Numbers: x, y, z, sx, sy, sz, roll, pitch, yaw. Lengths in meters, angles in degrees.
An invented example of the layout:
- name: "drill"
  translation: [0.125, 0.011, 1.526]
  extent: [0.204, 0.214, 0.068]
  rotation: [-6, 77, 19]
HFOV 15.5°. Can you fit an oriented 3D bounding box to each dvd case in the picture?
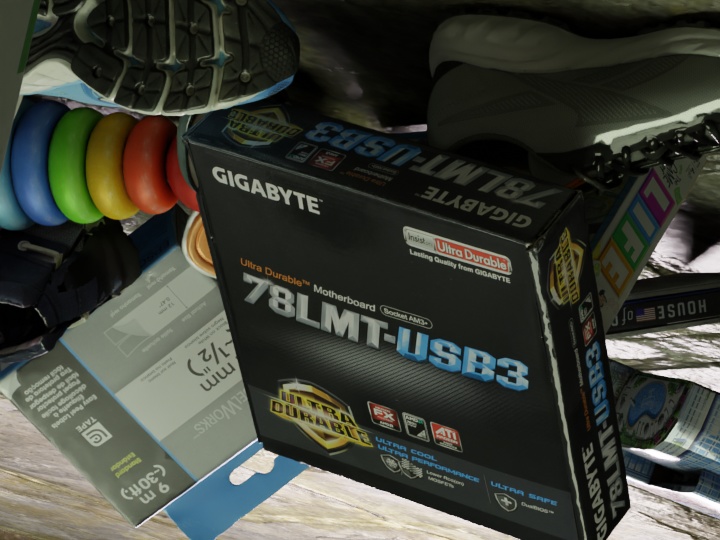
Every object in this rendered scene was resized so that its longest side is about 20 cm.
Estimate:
- name: "dvd case"
  translation: [0.120, 0.024, 1.464]
  extent: [0.199, 0.025, 0.150]
  rotation: [-7, -178, -16]

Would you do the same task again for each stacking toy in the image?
- name: "stacking toy"
  translation: [-0.147, -0.061, 1.463]
  extent: [0.199, 0.086, 0.085]
  rotation: [0, 164, 18]

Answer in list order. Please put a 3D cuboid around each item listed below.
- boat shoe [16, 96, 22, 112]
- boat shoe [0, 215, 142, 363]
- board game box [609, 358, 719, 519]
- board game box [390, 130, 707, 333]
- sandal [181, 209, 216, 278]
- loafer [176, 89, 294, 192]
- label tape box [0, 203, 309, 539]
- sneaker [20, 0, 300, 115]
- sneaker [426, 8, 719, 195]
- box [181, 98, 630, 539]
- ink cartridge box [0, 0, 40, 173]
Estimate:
- name: "boat shoe"
  translation: [-0.226, -0.107, 1.348]
  extent: [0.068, 0.072, 0.200]
  rotation: [30, 177, 13]
- name: "boat shoe"
  translation: [-0.228, 0.008, 1.527]
  extent: [0.199, 0.093, 0.075]
  rotation: [-5, 118, 39]
- name: "board game box"
  translation: [0.187, 0.100, 1.494]
  extent: [0.199, 0.062, 0.200]
  rotation: [21, 177, -12]
- name: "board game box"
  translation: [0.059, -0.016, 1.315]
  extent: [0.199, 0.135, 0.034]
  rotation: [-1, 135, 45]
- name: "sandal"
  translation: [0.003, -0.007, 1.508]
  extent: [0.206, 0.079, 0.059]
  rotation: [8, -149, -13]
- name: "loafer"
  translation: [-0.042, -0.041, 1.377]
  extent: [0.063, 0.072, 0.200]
  rotation: [39, 167, 22]
- name: "label tape box"
  translation: [-0.104, 0.079, 1.597]
  extent: [0.200, 0.143, 0.066]
  rotation: [49, -169, -23]
- name: "sneaker"
  translation: [-0.099, -0.111, 1.235]
  extent: [0.199, 0.079, 0.090]
  rotation: [10, -178, 41]
- name: "sneaker"
  translation: [0.121, -0.066, 1.174]
  extent: [0.199, 0.080, 0.074]
  rotation: [4, 163, 26]
- name: "box"
  translation: [0.023, 0.027, 1.236]
  extent: [0.199, 0.050, 0.199]
  rotation: [18, 139, 31]
- name: "ink cartridge box"
  translation: [-0.249, -0.107, 1.180]
  extent: [0.199, 0.146, 0.087]
  rotation: [3, 166, 29]
